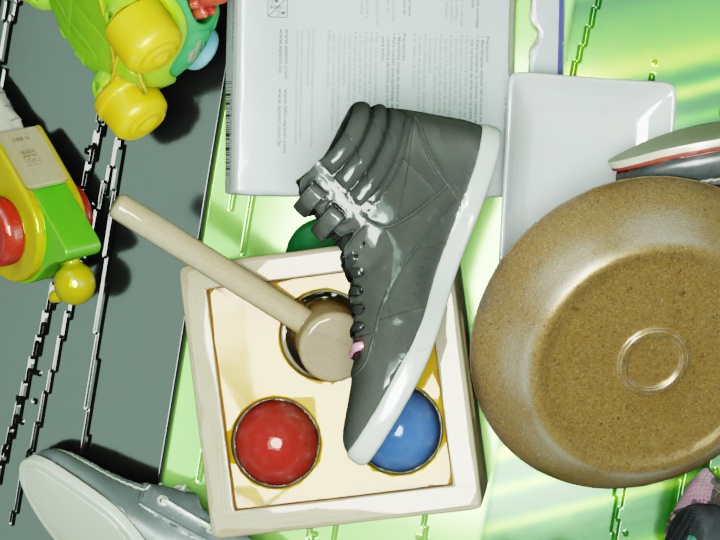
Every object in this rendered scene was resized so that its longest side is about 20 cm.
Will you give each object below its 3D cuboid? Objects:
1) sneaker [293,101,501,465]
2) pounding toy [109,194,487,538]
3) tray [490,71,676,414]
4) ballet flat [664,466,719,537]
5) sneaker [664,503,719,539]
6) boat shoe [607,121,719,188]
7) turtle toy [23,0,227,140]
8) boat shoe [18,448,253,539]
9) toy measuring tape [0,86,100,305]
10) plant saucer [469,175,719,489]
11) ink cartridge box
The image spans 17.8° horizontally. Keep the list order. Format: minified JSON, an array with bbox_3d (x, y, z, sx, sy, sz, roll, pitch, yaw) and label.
[{"bbox_3d":[0.000,0.000,1.246,0.099,0.071,0.201,20,79,-6],"label":"sneaker"},{"bbox_3d":[-0.031,0.045,1.324,0.183,0.142,0.201,-7,91,5],"label":"pounding toy"},{"bbox_3d":[0.128,-0.014,1.355,0.107,0.022,0.201,3,92,-18],"label":"tray"},{"bbox_3d":[0.269,0.154,1.311,0.199,0.069,0.071,15,80,34],"label":"ballet flat"},{"bbox_3d":[0.219,0.212,1.323,0.087,0.075,0.201,-4,125,-5],"label":"sneaker"},{"bbox_3d":[0.244,-0.060,1.330,0.199,0.071,0.063,-10,103,-3],"label":"boat shoe"},{"bbox_3d":[-0.126,-0.179,1.315,0.101,0.200,0.146,-28,73,-24],"label":"turtle toy"},{"bbox_3d":[-0.115,0.164,1.388,0.200,0.073,0.062,33,51,10],"label":"boat shoe"},{"bbox_3d":[-0.216,-0.058,1.385,0.073,0.074,0.200,-34,72,5],"label":"toy measuring tape"},{"bbox_3d":[0.163,0.045,1.316,0.199,0.035,0.201,-5,115,-10],"label":"plant saucer"},{"bbox_3d":[0.020,-0.140,1.355,0.199,0.043,0.198,1,92,-14],"label":"ink cartridge box"}]
